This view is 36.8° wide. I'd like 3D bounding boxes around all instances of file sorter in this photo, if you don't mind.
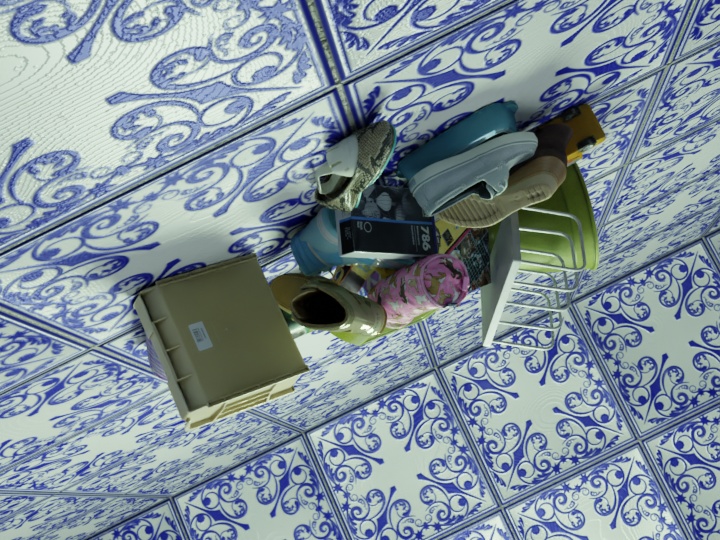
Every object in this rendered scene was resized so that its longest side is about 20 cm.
[{"bbox_3d":[0.275,0.012,1.743,0.123,0.140,0.201,8,135,-4],"label":"file sorter"}]

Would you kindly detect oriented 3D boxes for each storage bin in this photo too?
[{"bbox_3d":[-0.205,0.103,1.568,0.197,0.202,0.094,-17,163,-31],"label":"storage bin"}]

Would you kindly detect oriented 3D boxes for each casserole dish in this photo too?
[{"bbox_3d":[0.143,-0.170,1.535,0.199,0.039,0.121,-31,166,17],"label":"casserole dish"}]

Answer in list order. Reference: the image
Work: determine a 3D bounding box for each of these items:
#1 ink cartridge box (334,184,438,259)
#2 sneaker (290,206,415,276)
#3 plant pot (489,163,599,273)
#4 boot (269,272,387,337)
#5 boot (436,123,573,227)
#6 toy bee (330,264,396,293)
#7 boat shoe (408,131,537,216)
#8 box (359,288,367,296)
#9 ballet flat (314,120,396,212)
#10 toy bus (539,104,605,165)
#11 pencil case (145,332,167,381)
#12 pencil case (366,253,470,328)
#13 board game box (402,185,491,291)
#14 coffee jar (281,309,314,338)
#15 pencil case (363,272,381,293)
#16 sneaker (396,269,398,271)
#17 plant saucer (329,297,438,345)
[{"bbox_3d":[0.050,-0.067,1.539,0.199,0.101,0.039,1,169,-43],"label":"ink cartridge box"},{"bbox_3d":[-0.020,-0.031,1.621,0.199,0.080,0.130,22,138,-40],"label":"sneaker"},{"bbox_3d":[0.290,-0.077,1.867,0.191,0.203,0.201,-13,166,1],"label":"plant pot"},{"bbox_3d":[-0.075,0.046,1.594,0.155,0.198,0.074,13,98,-66],"label":"boot"},{"bbox_3d":[0.213,-0.143,1.596,0.198,0.073,0.167,-10,-147,27],"label":"boot"},{"bbox_3d":[0.000,0.000,1.709,0.129,0.109,0.201,16,129,-10],"label":"toy bee"},{"bbox_3d":[0.165,-0.128,1.494,0.199,0.072,0.070,-23,166,-14],"label":"boat shoe"},{"bbox_3d":[-0.050,0.048,2.005,0.198,0.033,0.121,-25,166,-1],"label":"box"},{"bbox_3d":[-0.018,-0.127,1.370,0.074,0.069,0.200,1,159,-17],"label":"ballet flat"},{"bbox_3d":[0.280,-0.180,1.684,0.199,0.066,0.078,-28,166,9],"label":"toy bus"},{"bbox_3d":[-0.297,0.114,1.714,0.086,0.084,0.200,-45,175,-22],"label":"pencil case"},{"bbox_3d":[0.084,0.033,1.610,0.082,0.087,0.200,-33,-176,-27],"label":"pencil case"},{"bbox_3d":[0.137,-0.052,1.690,0.134,0.035,0.202,-19,120,-23],"label":"board game box"},{"bbox_3d":[-0.142,0.081,1.844,0.198,0.086,0.104,-23,163,-8],"label":"coffee jar"},{"bbox_3d":[0.092,-0.018,1.872,0.199,0.085,0.086,-29,147,11],"label":"pencil case"},{"bbox_3d":[0.108,-0.069,1.751,0.199,0.081,0.076,-32,163,20],"label":"sneaker"},{"bbox_3d":[0.067,0.065,1.807,0.198,0.048,0.200,-20,170,-24],"label":"plant saucer"}]
